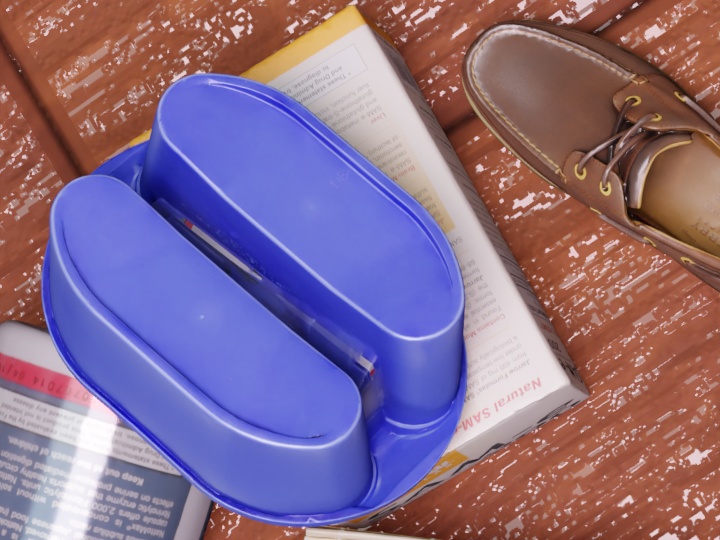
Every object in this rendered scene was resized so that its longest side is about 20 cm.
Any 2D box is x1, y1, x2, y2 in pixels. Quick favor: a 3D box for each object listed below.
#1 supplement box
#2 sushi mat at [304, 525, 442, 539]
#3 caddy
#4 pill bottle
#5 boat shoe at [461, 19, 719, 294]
[{"bbox_3d":[0.000,0.000,1.194,0.126,0.074,0.201,-30,78,8],"label":"supplement box"},{"bbox_3d":[0.076,0.151,1.155,0.199,0.096,0.012,5,48,14],"label":"sushi mat"},{"bbox_3d":[-0.045,0.015,1.113,0.200,0.105,0.141,41,71,14],"label":"caddy"},{"bbox_3d":[-0.136,0.133,1.188,0.119,0.120,0.201,16,87,14],"label":"pill bottle"},{"bbox_3d":[0.128,-0.051,1.172,0.200,0.068,0.072,37,93,14],"label":"boat shoe"}]
